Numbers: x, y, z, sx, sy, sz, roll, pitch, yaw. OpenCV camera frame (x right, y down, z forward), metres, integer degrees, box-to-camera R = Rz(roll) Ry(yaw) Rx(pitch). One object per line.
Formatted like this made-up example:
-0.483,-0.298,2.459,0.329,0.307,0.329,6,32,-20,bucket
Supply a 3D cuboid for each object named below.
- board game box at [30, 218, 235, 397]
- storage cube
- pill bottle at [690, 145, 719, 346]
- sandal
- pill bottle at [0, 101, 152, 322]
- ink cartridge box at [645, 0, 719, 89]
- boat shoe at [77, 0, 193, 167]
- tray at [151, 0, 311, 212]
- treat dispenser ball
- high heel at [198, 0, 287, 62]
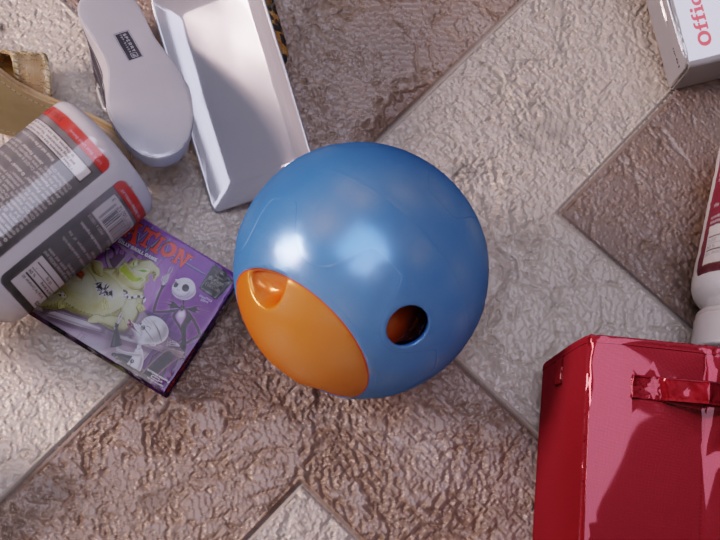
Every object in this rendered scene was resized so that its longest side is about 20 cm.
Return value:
-0.217,0.007,0.959,0.200,0.032,0.120,30,70,7,board game box
0.229,0.156,0.846,0.171,0.200,0.180,6,78,-1,storage cube
0.345,-0.015,0.945,0.114,0.114,0.200,16,73,2,pill bottle
-0.288,-0.158,0.995,0.211,0.078,0.070,29,49,0,sandal
-0.276,-0.032,0.894,0.200,0.116,0.116,-42,79,-14,pill bottle
0.363,-0.263,1.013,0.200,0.085,0.145,-13,84,1,ink cartridge box
-0.196,-0.157,0.974,0.072,0.068,0.200,-21,60,-18,boat shoe
-0.108,-0.161,0.979,0.107,0.022,0.200,-16,92,22,tray
0.000,0.000,0.878,0.200,0.201,0.201,1,73,-2,treat dispenser ball
-0.094,-0.292,1.000,0.143,0.071,0.200,-45,70,29,high heel
